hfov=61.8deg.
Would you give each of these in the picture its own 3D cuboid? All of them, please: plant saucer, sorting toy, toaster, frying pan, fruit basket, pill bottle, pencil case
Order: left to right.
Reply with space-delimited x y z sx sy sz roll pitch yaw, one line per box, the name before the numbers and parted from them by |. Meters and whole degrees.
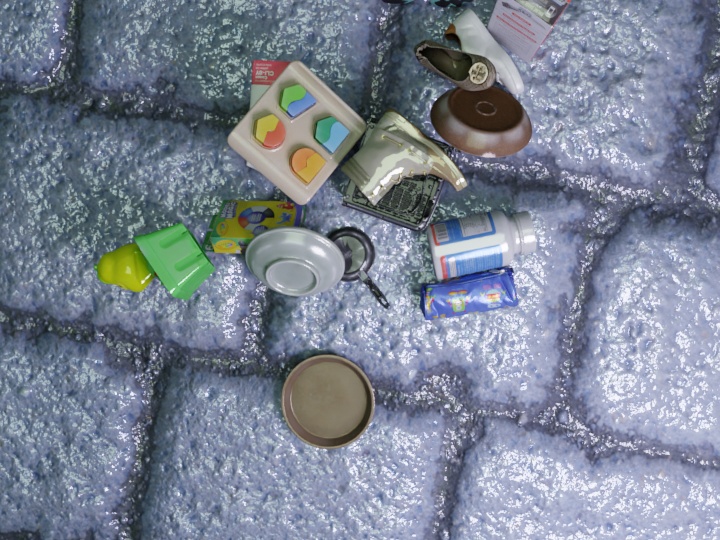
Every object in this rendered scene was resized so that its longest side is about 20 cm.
fruit basket | -0.408 -0.001 1.192 0.215 0.216 0.156 -34 90 6
plant saucer | -0.131 -0.002 1.183 0.199 0.201 0.050 0 49 5
sorting toy | -0.112 -0.251 1.100 0.185 0.036 0.200 40 85 -14
plant saucer | -0.068 0.274 1.266 0.199 0.029 0.201 0 94 5
frying pan | -0.017 0.003 1.249 0.114 0.031 0.191 -15 89 7
toaster | 0.081 -0.182 1.183 0.199 0.119 0.182 19 95 4
pencil case | 0.216 0.046 1.203 0.199 0.078 0.087 -11 121 5
pill bottle | 0.235 -0.055 1.181 0.199 0.112 0.113 -11 92 6
plant saucer | 0.234 -0.297 1.146 0.199 0.037 0.201 4 53 -5

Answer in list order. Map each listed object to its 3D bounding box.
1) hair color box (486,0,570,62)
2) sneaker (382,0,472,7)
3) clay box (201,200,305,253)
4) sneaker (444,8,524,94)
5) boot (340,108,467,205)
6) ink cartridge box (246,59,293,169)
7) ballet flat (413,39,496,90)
hair color box | 0.303 -0.467 1.109 0.111 0.200 0.064 35 95 2
sneaker | 0.136 -0.599 1.177 0.199 0.078 0.141 6 94 4
clay box | -0.217 -0.089 1.218 0.199 0.115 0.048 2 137 4
sneaker | 0.240 -0.412 1.187 0.085 0.073 0.200 -36 78 9
boot | 0.078 -0.173 1.090 0.200 0.072 0.155 42 95 7
ink cartridge box | -0.163 -0.293 1.184 0.083 0.145 0.201 4 93 4
ballet flat | 0.174 -0.397 1.151 0.200 0.046 0.068 40 116 35
